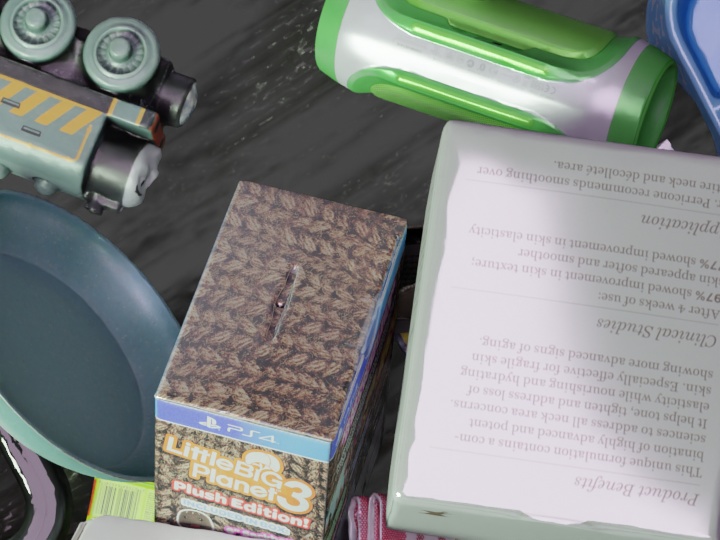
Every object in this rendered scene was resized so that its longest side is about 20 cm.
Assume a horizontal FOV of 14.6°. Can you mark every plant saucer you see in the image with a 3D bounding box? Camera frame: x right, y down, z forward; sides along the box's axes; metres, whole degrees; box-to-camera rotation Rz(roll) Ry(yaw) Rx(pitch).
[{"bbox_3d":[-0.173,0.045,1.617,0.036,0.200,0.200,-38,83,27],"label":"plant saucer"}]

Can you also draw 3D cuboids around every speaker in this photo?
[{"bbox_3d":[0.078,-0.119,1.637,0.200,0.088,0.089,20,88,16],"label":"speaker"}]

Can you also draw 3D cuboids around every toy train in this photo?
[{"bbox_3d":[-0.200,-0.107,1.665,0.200,0.085,0.114,20,79,4],"label":"toy train"}]

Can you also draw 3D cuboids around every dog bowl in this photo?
[{"bbox_3d":[0.244,-0.111,1.654,0.111,0.050,0.200,-26,84,2],"label":"dog bowl"}]

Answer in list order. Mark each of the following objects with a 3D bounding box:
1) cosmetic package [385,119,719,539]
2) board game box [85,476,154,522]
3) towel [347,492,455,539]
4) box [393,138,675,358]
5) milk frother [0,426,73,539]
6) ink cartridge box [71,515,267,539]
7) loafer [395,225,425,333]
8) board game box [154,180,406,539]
[{"bbox_3d":[0.108,0.043,1.479,0.167,0.166,0.200,9,79,0],"label":"cosmetic package"},{"bbox_3d":[-0.066,0.187,1.658,0.200,0.048,0.102,12,87,6],"label":"board game box"},{"bbox_3d":[0.073,0.205,1.597,0.200,0.030,0.146,9,78,-37],"label":"towel"},{"bbox_3d":[0.134,0.035,1.657,0.200,0.038,0.137,-33,84,2],"label":"box"},{"bbox_3d":[-0.279,0.128,1.596,0.180,0.200,0.188,-28,84,17],"label":"milk frother"},{"bbox_3d":[-0.089,0.242,1.527,0.145,0.088,0.200,7,123,11],"label":"ink cartridge box"},{"bbox_3d":[0.000,0.000,1.631,0.200,0.070,0.075,-11,50,19],"label":"loafer"},{"bbox_3d":[-0.046,0.082,1.554,0.097,0.200,0.160,13,49,7],"label":"board game box"}]
